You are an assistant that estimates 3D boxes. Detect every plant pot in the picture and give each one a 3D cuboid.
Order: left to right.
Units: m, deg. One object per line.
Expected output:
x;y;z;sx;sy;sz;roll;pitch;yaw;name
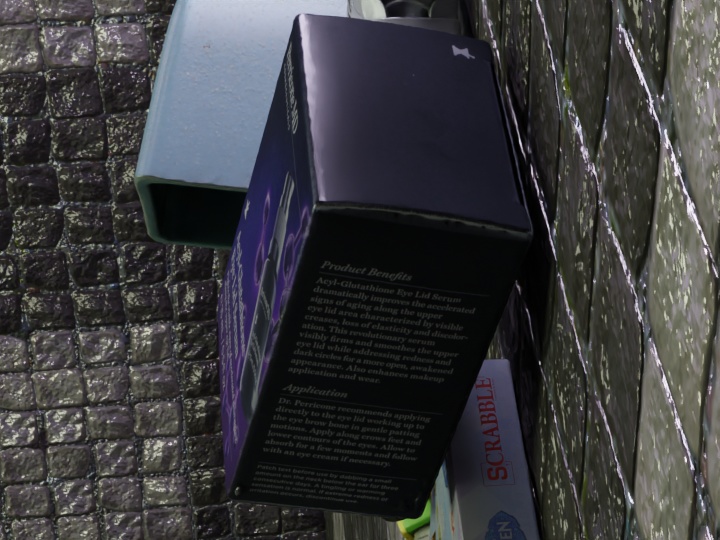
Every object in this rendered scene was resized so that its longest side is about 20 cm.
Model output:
-0.037;-0.125;1.360;0.196;0.194;0.202;105;171;-79;plant pot

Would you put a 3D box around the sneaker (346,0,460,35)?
0.023;-0.158;1.147;0.115;0.074;0.202;87;-179;-61;sneaker

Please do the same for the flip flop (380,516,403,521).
0.039;0.080;1.203;0.081;0.057;0.200;55;-160;-8;flip flop

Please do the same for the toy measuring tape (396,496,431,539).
0.026;0.138;1.268;0.201;0.073;0.074;-80;-8;-47;toy measuring tape

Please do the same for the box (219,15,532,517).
0.000;0.000;1.011;0.149;0.103;0.201;-98;19;-49;box

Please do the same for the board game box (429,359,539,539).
0.067;0.187;1.076;0.201;0.041;0.201;91;175;-47;board game box
